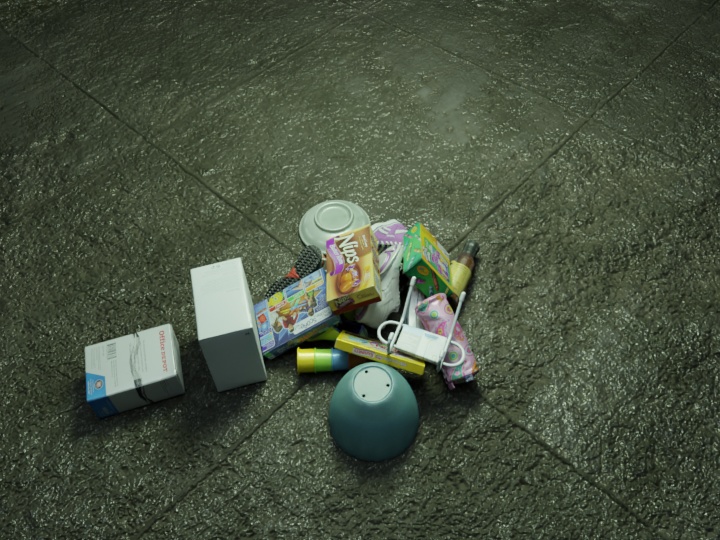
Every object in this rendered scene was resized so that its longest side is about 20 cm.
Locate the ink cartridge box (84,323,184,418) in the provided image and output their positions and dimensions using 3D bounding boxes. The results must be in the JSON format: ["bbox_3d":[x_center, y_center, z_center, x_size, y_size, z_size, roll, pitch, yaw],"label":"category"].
[{"bbox_3d":[-0.503,0.223,1.494,0.195,0.085,0.146,-15,51,-8],"label":"ink cartridge box"}]

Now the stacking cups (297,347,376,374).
[{"bbox_3d":[-0.045,0.202,1.513,0.195,0.061,0.061,-1,49,-5],"label":"stacking cups"}]

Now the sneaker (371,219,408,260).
[{"bbox_3d":[0.074,-0.062,1.679,0.114,0.073,0.199,43,40,18],"label":"sneaker"}]

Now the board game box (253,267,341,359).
[{"bbox_3d":[-0.149,0.100,1.542,0.197,0.034,0.138,-28,55,14],"label":"board game box"}]

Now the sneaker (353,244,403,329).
[{"bbox_3d":[0.057,0.039,1.549,0.074,0.099,0.204,12,75,61],"label":"sneaker"}]

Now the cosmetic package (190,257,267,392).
[{"bbox_3d":[-0.294,0.123,1.490,0.120,0.202,0.202,-14,49,-8],"label":"cosmetic package"}]

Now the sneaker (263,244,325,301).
[{"bbox_3d":[-0.155,0.032,1.651,0.070,0.093,0.201,38,88,20],"label":"sneaker"}]

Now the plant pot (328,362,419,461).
[{"bbox_3d":[0.027,0.272,1.391,0.195,0.136,0.203,-1,50,2],"label":"plant pot"}]

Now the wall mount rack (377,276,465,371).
[{"bbox_3d":[0.139,0.115,1.416,0.196,0.075,0.176,17,53,13],"label":"wall mount rack"}]

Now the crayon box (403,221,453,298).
[{"bbox_3d":[0.160,-0.019,1.596,0.058,0.119,0.201,-38,20,21],"label":"crayon box"}]

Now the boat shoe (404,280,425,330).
[{"bbox_3d":[0.139,0.111,1.562,0.064,0.074,0.205,8,68,-7],"label":"boat shoe"}]

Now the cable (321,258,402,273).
[{"bbox_3d":[0.000,0.000,1.589,0.195,0.051,0.099,1,49,16],"label":"cable"}]

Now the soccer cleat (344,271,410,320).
[{"bbox_3d":[0.035,0.055,1.624,0.198,0.066,0.083,-35,30,-20],"label":"soccer cleat"}]

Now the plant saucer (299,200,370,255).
[{"bbox_3d":[-0.070,-0.129,1.791,0.195,0.051,0.203,-1,50,1],"label":"plant saucer"}]

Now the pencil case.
[{"bbox_3d":[0.189,0.154,1.473,0.086,0.088,0.204,-20,78,-14],"label":"pencil case"}]

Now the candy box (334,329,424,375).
[{"bbox_3d":[0.045,0.176,1.447,0.195,0.027,0.102,17,9,4],"label":"candy box"}]

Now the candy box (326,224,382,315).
[{"bbox_3d":[-0.017,-0.004,1.508,0.114,0.057,0.203,-18,45,15],"label":"candy box"}]

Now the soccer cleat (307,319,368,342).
[{"bbox_3d":[-0.076,0.131,1.549,0.195,0.085,0.066,11,51,13],"label":"soccer cleat"}]

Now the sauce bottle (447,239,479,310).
[{"bbox_3d":[0.245,0.008,1.650,0.065,0.067,0.201,18,51,18],"label":"sauce bottle"}]
